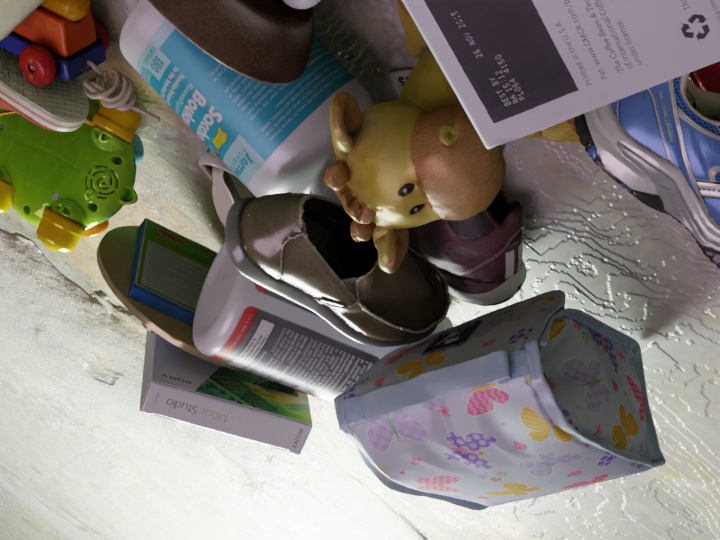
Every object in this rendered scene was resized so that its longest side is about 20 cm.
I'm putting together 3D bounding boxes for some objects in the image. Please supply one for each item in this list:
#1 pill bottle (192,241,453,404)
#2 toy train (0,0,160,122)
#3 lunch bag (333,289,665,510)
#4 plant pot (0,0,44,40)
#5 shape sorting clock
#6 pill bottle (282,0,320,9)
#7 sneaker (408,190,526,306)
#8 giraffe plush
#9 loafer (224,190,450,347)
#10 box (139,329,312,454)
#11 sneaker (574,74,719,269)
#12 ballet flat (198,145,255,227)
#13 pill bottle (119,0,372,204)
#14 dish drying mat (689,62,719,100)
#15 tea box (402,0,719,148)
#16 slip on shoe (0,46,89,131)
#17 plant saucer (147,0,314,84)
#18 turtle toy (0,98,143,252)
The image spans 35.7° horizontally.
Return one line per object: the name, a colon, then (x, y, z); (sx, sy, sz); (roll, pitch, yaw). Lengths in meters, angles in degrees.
pill bottle: (-0.029, 0.047, 0.930); (0.199, 0.117, 0.116); (24, 150, -20)
toy train: (-0.235, -0.212, 0.902); (0.199, 0.085, 0.116); (28, 131, 15)
lunch bag: (0.102, 0.095, 0.815); (0.169, 0.128, 0.199); (-22, 153, 32)
plant pot: (-0.295, -0.256, 0.749); (0.199, 0.177, 0.200); (-32, 109, 27)
shape sorting clock: (-0.146, 0.025, 1.008); (0.199, 0.200, 0.039); (36, 113, 2)
pill bottle: (-0.061, -0.260, 0.649); (0.200, 0.113, 0.112); (47, 145, -14)
sneaker: (0.036, -0.054, 0.849); (0.198, 0.076, 0.116); (15, 134, 15)
giraffe plush: (0.050, -0.094, 0.694); (0.173, 0.162, 0.199); (48, 144, -16)
loafer: (0.000, 0.000, 0.762); (0.069, 0.076, 0.199); (-17, 152, 40)
box: (-0.122, 0.080, 1.007); (0.143, 0.200, 0.037); (18, 113, -17)
sneaker: (0.220, -0.050, 0.641); (0.199, 0.076, 0.077); (34, 120, -12)
ballet flat: (-0.088, -0.038, 0.974); (0.069, 0.070, 0.201); (7, 135, 37)
pill bottle: (-0.068, -0.125, 0.797); (0.200, 0.111, 0.111); (46, 146, -1)
dish drying mat: (0.260, -0.132, 0.590); (0.077, 0.018, 0.199); (47, 145, -15)
tea box: (0.082, -0.201, 0.491); (0.133, 0.197, 0.201); (-19, 120, 29)
slip on shoe: (-0.314, -0.167, 0.963); (0.199, 0.074, 0.062); (29, 130, 17)
plant saucer: (-0.094, -0.206, 0.694); (0.032, 0.201, 0.200); (-37, 105, 26)
turtle toy: (-0.283, -0.107, 1.024); (0.199, 0.147, 0.101); (28, 179, 14)
